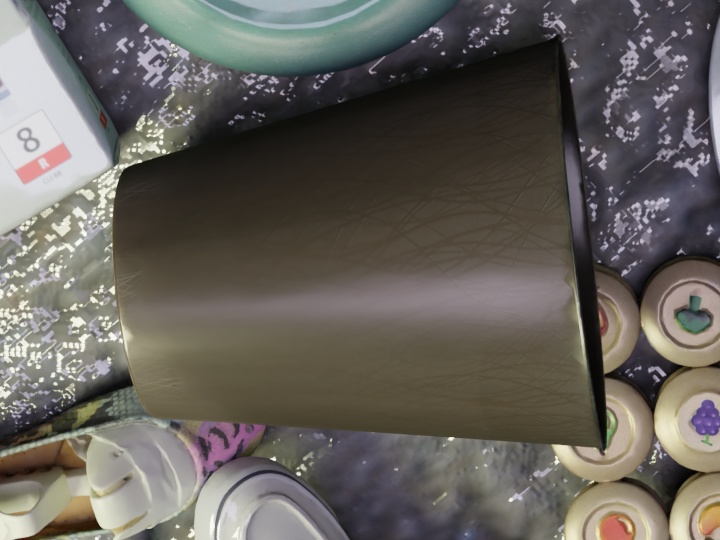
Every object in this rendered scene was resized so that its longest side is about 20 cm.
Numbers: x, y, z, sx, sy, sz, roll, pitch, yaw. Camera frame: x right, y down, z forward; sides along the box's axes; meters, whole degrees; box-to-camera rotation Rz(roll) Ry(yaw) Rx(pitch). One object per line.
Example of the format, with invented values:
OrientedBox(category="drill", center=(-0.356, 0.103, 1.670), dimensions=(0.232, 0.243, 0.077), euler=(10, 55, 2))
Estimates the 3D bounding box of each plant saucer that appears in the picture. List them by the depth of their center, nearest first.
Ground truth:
OrientedBox(category="plant saucer", center=(-0.031, -0.176, 1.237), dimensions=(0.198, 0.036, 0.201), euler=(0, 110, 0))

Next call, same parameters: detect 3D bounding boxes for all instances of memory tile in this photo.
OrientedBox(category="memory tile", center=(0.184, 0.065, 1.309), dimensions=(0.198, 0.017, 0.154), euler=(-7, 98, 9))

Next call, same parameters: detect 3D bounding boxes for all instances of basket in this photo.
OrientedBox(category="basket", center=(0.000, 0.000, 1.251), dimensions=(0.198, 0.136, 0.182), euler=(-7, 87, 8))

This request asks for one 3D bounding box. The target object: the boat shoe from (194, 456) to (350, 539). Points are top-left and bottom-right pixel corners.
OrientedBox(category="boat shoe", center=(-0.014, 0.178, 1.337), dimensions=(0.072, 0.066, 0.201), euler=(-29, 113, -21))

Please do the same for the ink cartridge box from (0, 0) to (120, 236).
OrientedBox(category="ink cartridge box", center=(-0.223, -0.094, 1.261), dimensions=(0.162, 0.050, 0.201), euler=(-29, 111, 10))

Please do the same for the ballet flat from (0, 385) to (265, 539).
OrientedBox(category="ballet flat", center=(-0.139, 0.101, 1.320), dimensions=(0.199, 0.071, 0.070), euler=(-15, 109, 5))

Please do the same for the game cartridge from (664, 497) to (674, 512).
OrientedBox(category="game cartridge", center=(0.256, 0.108, 1.343), dimensions=(0.199, 0.038, 0.130), euler=(-34, 111, 12))

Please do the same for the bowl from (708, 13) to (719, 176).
OrientedBox(category="bowl", center=(0.247, -0.063, 1.222), dimensions=(0.090, 0.201, 0.202), euler=(-19, 114, -33))
